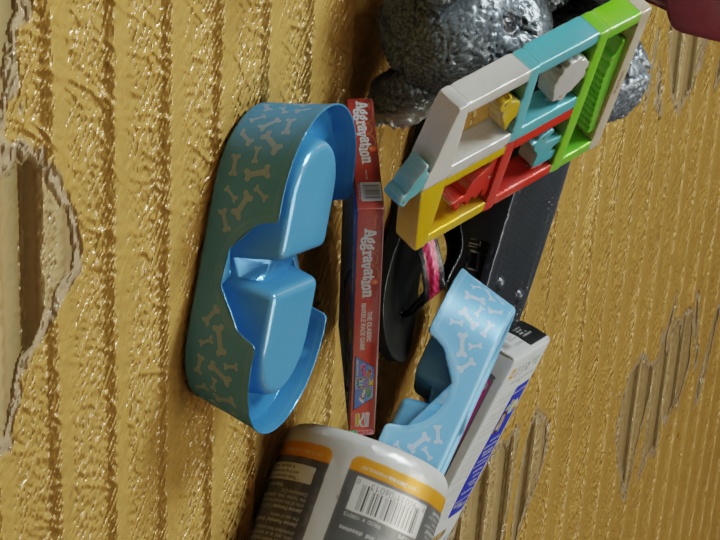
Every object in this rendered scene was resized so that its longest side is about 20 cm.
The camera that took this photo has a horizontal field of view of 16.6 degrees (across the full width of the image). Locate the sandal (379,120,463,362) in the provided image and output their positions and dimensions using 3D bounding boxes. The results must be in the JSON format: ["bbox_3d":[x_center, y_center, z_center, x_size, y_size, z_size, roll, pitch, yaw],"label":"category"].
[{"bbox_3d":[0.049,-0.029,1.737,0.075,0.045,0.201,-12,116,-71],"label":"sandal"}]

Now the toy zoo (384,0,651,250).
[{"bbox_3d":[0.090,-0.087,1.522,0.200,0.020,0.131,-30,153,-32],"label":"toy zoo"}]

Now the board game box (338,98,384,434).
[{"bbox_3d":[0.000,0.000,1.570,0.103,0.019,0.200,-94,-175,-46],"label":"board game box"}]

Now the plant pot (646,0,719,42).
[{"bbox_3d":[0.207,-0.272,1.710,0.200,0.178,0.201,16,90,-72],"label":"plant pot"}]

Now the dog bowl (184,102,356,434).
[{"bbox_3d":[-0.055,-0.006,1.448,0.111,0.049,0.201,-23,126,-67],"label":"dog bowl"}]

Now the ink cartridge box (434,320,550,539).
[{"bbox_3d":[0.082,0.138,1.948,0.201,0.037,0.095,-66,164,17],"label":"ink cartridge box"}]

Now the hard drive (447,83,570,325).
[{"bbox_3d":[0.123,-0.060,1.933,0.135,0.042,0.201,27,79,-71],"label":"hard drive"}]

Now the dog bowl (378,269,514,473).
[{"bbox_3d":[0.055,0.099,1.797,0.112,0.049,0.201,91,24,-76],"label":"dog bowl"}]

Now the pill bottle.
[{"bbox_3d":[-0.026,0.210,1.604,0.116,0.116,0.201,52,57,-68],"label":"pill bottle"}]

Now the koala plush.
[{"bbox_3d":[0.085,-0.174,1.594,0.200,0.184,0.178,-33,155,-37],"label":"koala plush"}]
